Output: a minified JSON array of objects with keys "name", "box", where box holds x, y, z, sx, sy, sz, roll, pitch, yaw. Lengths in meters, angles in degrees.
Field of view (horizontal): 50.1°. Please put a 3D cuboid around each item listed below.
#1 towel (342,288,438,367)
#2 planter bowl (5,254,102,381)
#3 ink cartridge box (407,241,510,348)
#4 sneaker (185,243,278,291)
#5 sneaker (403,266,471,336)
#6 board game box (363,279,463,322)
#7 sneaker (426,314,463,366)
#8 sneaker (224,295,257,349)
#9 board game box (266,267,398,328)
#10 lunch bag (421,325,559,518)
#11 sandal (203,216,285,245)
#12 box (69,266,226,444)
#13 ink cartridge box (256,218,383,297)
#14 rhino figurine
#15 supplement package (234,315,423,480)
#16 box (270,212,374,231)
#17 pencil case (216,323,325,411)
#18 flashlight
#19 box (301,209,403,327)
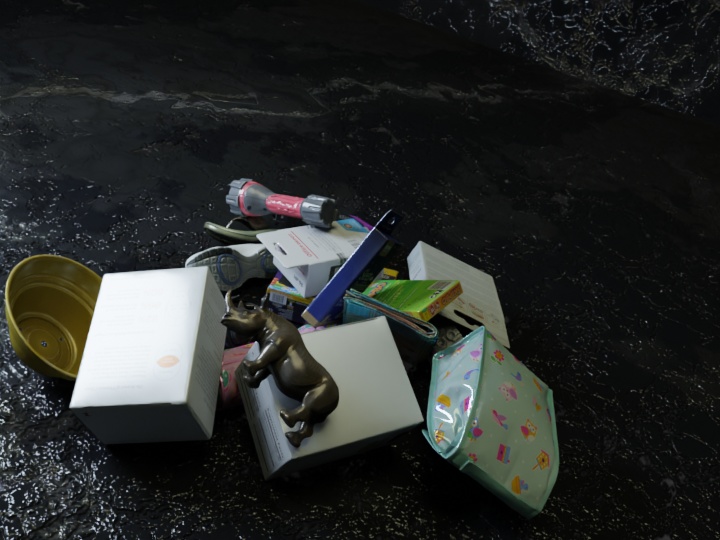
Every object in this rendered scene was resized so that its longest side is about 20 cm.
[{"name":"towel","box":[0.039,0.094,1.159,0.145,0.200,0.022,24,70,6]},{"name":"planter bowl","box":[-0.421,0.084,1.071,0.200,0.083,0.202,42,27,-26]},{"name":"ink cartridge box","box":[0.161,0.049,1.286,0.159,0.047,0.201,26,31,-17]},{"name":"sneaker","box":[-0.223,-0.010,1.333,0.086,0.076,0.199,9,9,41]},{"name":"sneaker","box":[0.133,0.053,1.366,0.090,0.076,0.201,9,38,-24]},{"name":"board game box","box":[0.056,0.046,1.190,0.095,0.030,0.199,-34,22,-33]},{"name":"sneaker","box":[0.153,0.159,1.205,0.069,0.082,0.202,-23,66,-9]},{"name":"sneaker","box":[-0.231,0.091,1.135,0.110,0.078,0.199,-4,12,39]},{"name":"board game box","box":[-0.047,0.036,1.331,0.197,0.057,0.166,16,31,6]},{"name":"lunch bag","box":[0.174,0.209,1.024,0.170,0.122,0.201,40,37,-22]},{"name":"sandal","box":[-0.187,-0.074,1.412,0.198,0.080,0.058,2,77,-8]},{"name":"box","box":[-0.267,0.110,1.005,0.150,0.107,0.202,-3,54,7]},{"name":"ink cartridge box","box":[-0.069,-0.021,1.296,0.198,0.067,0.116,-11,37,-33]},{"name":"rhino figurine","box":[-0.101,0.105,0.928,0.087,0.060,0.201,-34,82,-28]},{"name":"supplement package","box":[-0.044,0.168,1.027,0.198,0.111,0.157,-9,67,-29]},{"name":"box","box":[-0.076,-0.099,1.473,0.197,0.037,0.143,15,8,-16]},{"name":"pencil case","box":[-0.136,0.137,1.121,0.198,0.088,0.087,-15,41,-35]},{"name":"flashlight","box":[-0.138,-0.115,1.331,0.198,0.069,0.068,12,46,31]},{"name":"box","box":[0.000,0.000,1.146,0.032,0.201,0.121,40,7,11]}]
